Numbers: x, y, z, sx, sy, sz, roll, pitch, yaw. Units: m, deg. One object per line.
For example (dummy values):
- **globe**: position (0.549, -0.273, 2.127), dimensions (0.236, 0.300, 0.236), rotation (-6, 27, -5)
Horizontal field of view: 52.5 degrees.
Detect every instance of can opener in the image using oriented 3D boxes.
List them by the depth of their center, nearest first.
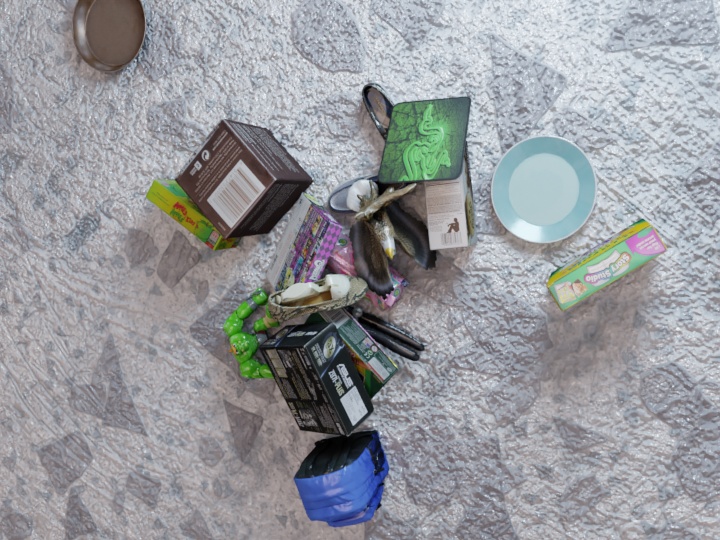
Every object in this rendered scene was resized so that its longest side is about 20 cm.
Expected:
- **can opener**: position (0.040, 0.128, 1.508), dimensions (0.197, 0.079, 0.064), rotation (19, 62, 12)

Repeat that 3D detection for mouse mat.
- **mouse mat**: position (0.119, -0.243, 1.350), dimensions (0.158, 0.008, 0.203), rotation (-1, 58, 20)

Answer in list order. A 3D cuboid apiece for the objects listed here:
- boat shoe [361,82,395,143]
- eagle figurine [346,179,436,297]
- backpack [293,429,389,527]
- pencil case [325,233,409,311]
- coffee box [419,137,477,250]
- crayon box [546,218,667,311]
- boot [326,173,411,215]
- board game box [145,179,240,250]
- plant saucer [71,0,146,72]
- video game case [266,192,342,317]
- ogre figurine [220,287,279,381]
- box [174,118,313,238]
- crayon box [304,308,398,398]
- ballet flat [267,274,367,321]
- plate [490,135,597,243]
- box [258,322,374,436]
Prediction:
- **boat shoe**: position (0.064, -0.286, 1.445), dimensions (0.069, 0.066, 0.202), rotation (-29, 86, 19)
- **eagle figurine**: position (0.049, -0.064, 1.384), dimensions (0.149, 0.201, 0.153), rotation (7, 57, 25)
- **backpack**: position (-0.030, 0.429, 1.480), dimensions (0.160, 0.200, 0.171), rotation (-22, 89, 18)
- **pencil case**: position (0.000, 0.000, 1.487), dimensions (0.199, 0.087, 0.088), rotation (37, 105, 12)
- **coffee box**: position (0.170, -0.147, 1.401), dimensions (0.078, 0.113, 0.204), rotation (-5, 93, 18)
- **crayon box**: position (0.432, -0.013, 1.296), dimensions (0.198, 0.172, 0.059), rotation (-34, 85, 18)
- **boot**: position (0.011, -0.159, 1.463), dimensions (0.197, 0.090, 0.074), rotation (-18, 90, 19)
- **board game box**: position (-0.356, -0.122, 1.582), dimensions (0.199, 0.101, 0.048), rotation (36, 104, 11)
- **plant saucer**: position (-0.557, -0.547, 1.640), dimensions (0.196, 0.034, 0.205), rotation (2, 96, 19)
- **video game case**: position (-0.119, -0.036, 1.488), dimensions (0.035, 0.181, 0.203), rotation (17, 105, -30)
- **ogre figurine**: position (-0.223, 0.155, 1.576), dimensions (0.118, 0.098, 0.203), rotation (-23, 104, 1)
- **box**: position (-0.232, -0.183, 1.483), dimensions (0.164, 0.200, 0.166), rotation (47, 107, 8)
- **crayon box**: position (-0.038, 0.178, 1.482), dimensions (0.200, 0.058, 0.173), rotation (47, 140, 10)
- **ballet flat**: position (-0.082, 0.044, 1.383), dimensions (0.196, 0.076, 0.069), rotation (-15, 56, -3)
- **plate**: position (0.347, -0.153, 1.388), dimensions (0.196, 0.026, 0.204), rotation (2, 97, 17)
- **box**: position (-0.086, 0.211, 1.428), dimensions (0.162, 0.086, 0.203), rotation (-9, 111, 49)
